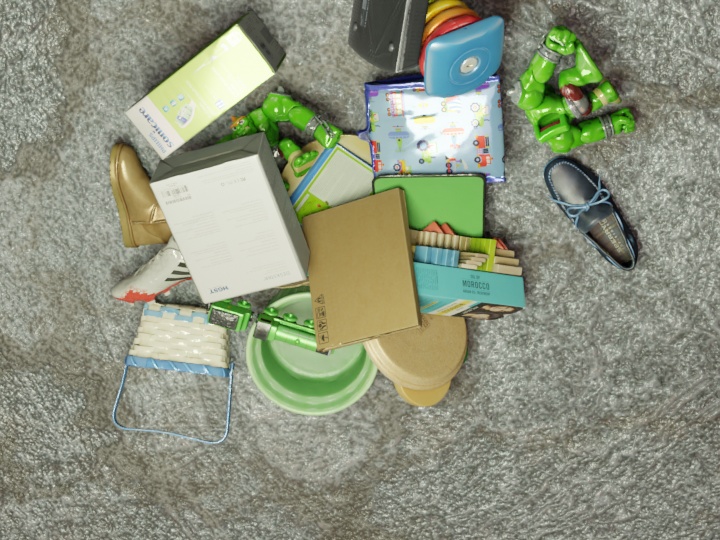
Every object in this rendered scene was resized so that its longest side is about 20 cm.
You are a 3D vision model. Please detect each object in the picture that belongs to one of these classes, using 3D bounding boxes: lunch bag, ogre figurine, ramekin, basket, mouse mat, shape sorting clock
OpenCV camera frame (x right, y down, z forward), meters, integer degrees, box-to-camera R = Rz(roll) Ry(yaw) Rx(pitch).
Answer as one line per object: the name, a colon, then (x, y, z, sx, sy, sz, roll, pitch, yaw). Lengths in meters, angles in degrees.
lunch bag: (0.095, -0.196, 1.500, 0.200, 0.094, 0.151, -7, 110, -1)
ogre figurine: (-0.132, -0.170, 1.514, 0.120, 0.098, 0.200, 55, 129, 11)
ramekin: (-0.069, 0.110, 1.628, 0.200, 0.098, 0.200, 1, 110, 2)
basket: (-0.272, 0.153, 1.621, 0.176, 0.139, 0.200, 10, 79, 0)
mouse mat: (0.101, -0.067, 1.554, 0.161, 0.008, 0.200, 0, 140, 5)
ogre figurine: (0.283, -0.236, 1.471, 0.120, 0.098, 0.200, -34, 147, 18)
shape sorting clock: (-0.024, -0.106, 1.577, 0.200, 0.039, 0.200, 1, 114, 2)

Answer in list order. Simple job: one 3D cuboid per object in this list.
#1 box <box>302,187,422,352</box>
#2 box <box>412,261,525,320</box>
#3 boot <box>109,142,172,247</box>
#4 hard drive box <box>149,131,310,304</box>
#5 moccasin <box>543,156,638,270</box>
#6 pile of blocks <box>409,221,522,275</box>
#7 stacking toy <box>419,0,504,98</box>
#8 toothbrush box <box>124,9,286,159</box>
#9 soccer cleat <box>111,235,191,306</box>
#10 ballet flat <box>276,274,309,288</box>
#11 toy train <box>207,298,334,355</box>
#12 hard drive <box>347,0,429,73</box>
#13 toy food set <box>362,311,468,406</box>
box: (0.000, 0.000, 1.497, 0.163, 0.021, 0.200, -16, 72, 26)
box: (0.136, 0.033, 1.550, 0.200, 0.082, 0.049, 8, 70, -30)
boot: (-0.257, -0.112, 1.578, 0.200, 0.066, 0.175, -2, 122, 4)
hard drive box: (-0.174, -0.069, 1.460, 0.156, 0.077, 0.200, -13, 120, 10)
moccasin: (0.345, -0.084, 1.552, 0.080, 0.068, 0.200, -42, 103, 16)
pile of blocks: (0.134, -0.036, 1.528, 0.200, 0.082, 0.062, 7, 90, -8)
stacking toy: (0.097, -0.337, 1.430, 0.116, 0.200, 0.110, -24, 149, -12)
toothbrush box: (-0.210, -0.258, 1.475, 0.200, 0.146, 0.086, -34, 106, 13)
soccer cleat: (-0.280, -0.011, 1.574, 0.200, 0.069, 0.085, -16, 121, 9)
ballet flat: (-0.082, -0.001, 1.594, 0.200, 0.065, 0.071, 5, 77, 29)
toy train: (-0.125, 0.081, 1.538, 0.200, 0.056, 0.042, 16, 110, -2)
hard drive: (0.037, -0.339, 1.411, 0.042, 0.200, 0.135, 1, 111, -20)
toy food set: (0.078, 0.084, 1.574, 0.200, 0.198, 0.049, 41, 145, -13)
